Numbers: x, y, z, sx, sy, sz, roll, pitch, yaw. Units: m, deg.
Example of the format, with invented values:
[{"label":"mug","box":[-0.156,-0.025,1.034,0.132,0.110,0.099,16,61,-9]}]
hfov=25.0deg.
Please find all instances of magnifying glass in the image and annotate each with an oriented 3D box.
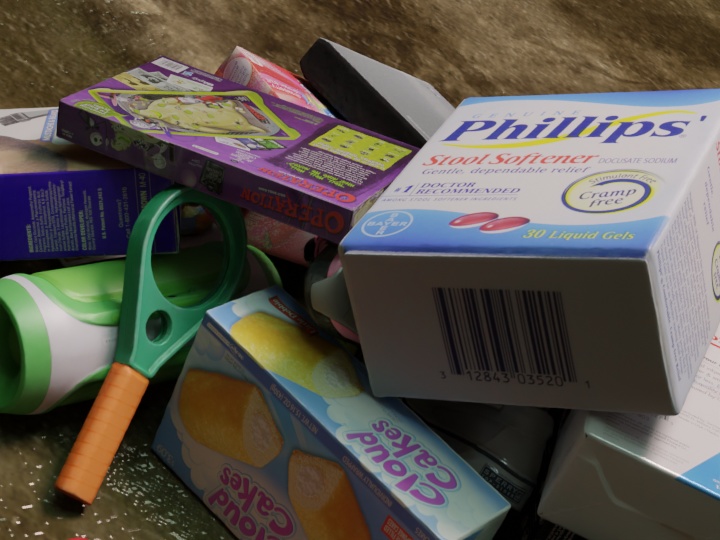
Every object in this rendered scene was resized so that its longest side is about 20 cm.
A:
[{"label":"magnifying glass","box":[-0.124,0.040,0.949,0.022,0.201,0.079,9,-22,45]}]

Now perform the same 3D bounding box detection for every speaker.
[{"label":"speaker","box":[-0.142,0.033,1.005,0.199,0.089,0.089,-11,48,-43]}]

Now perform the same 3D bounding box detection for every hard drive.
[{"label":"hard drive","box":[0.047,-0.099,1.191,0.140,0.033,0.200,47,15,18]}]

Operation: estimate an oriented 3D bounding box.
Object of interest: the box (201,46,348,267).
[{"label":"box","box":[-0.032,-0.066,1.152,0.103,0.095,0.199,50,17,31]}]

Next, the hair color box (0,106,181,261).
[{"label":"hair color box","box":[-0.213,-0.056,1.024,0.198,0.065,0.110,-4,27,-3]}]

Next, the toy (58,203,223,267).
[{"label":"toy","box":[-0.155,-0.065,1.165,0.199,0.047,0.115,-13,51,-44]}]

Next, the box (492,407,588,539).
[{"label":"box","box":[0.186,0.168,1.011,0.198,0.125,0.149,22,34,-9]}]

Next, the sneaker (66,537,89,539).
[{"label":"sneaker","box":[-0.099,0.185,0.834,0.198,0.079,0.116,10,37,-26]}]

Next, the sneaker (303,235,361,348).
[{"label":"sneaker","box":[0.000,0.000,1.015,0.095,0.080,0.200,5,11,23]}]

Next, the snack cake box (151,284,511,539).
[{"label":"snack cake box","box":[-0.022,0.119,0.943,0.200,0.116,0.067,42,36,23]}]

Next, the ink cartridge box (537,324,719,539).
[{"label":"ink cartridge box","box":[0.181,0.084,0.948,0.114,0.068,0.200,26,34,2]}]

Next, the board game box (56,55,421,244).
[{"label":"board game box","box":[-0.069,-0.076,0.986,0.199,0.033,0.120,22,23,18]}]

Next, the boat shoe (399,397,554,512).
[{"label":"boat shoe","box":[0.070,0.093,1.010,0.072,0.066,0.200,33,-3,-8]}]

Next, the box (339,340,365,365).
[{"label":"box","box":[0.051,0.020,1.168,0.199,0.076,0.050,-14,49,-44]}]

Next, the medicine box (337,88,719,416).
[{"label":"medicine box","box":[0.114,-0.017,0.932,0.181,0.104,0.200,1,31,27]}]
